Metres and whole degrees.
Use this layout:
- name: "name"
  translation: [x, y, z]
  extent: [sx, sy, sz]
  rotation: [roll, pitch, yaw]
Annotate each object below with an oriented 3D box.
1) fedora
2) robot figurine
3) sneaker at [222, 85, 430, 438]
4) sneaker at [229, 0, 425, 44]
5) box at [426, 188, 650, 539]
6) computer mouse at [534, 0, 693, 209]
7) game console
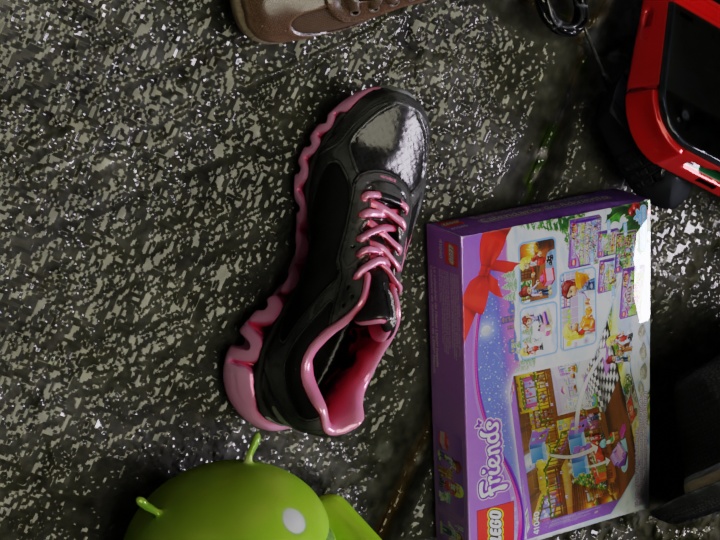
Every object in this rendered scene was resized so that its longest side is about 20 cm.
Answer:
- name: "fedora"
  translation: [0.259, 0.087, 1.152]
  extent: [0.200, 0.201, 0.092]
  rotation: [-14, 76, -28]
- name: "robot figurine"
  translation: [-0.060, 0.189, 0.986]
  extent: [0.175, 0.116, 0.200]
  rotation: [-29, 115, -32]
- name: "sneaker"
  translation: [0.000, 0.000, 0.988]
  extent: [0.079, 0.095, 0.200]
  rotation: [19, 91, -31]
- name: "sneaker"
  translation: [0.027, -0.173, 0.970]
  extent: [0.200, 0.076, 0.071]
  rotation: [-28, 115, -23]
- name: "box"
  translation: [0.108, 0.060, 1.100]
  extent: [0.137, 0.039, 0.200]
  rotation: [-11, 108, -29]
- name: "computer mouse"
  translation: [0.150, -0.119, 1.074]
  extent: [0.059, 0.034, 0.200]
  rotation: [-53, 123, -35]
- name: "game console"
  translation: [0.242, -0.124, 1.118]
  extent: [0.200, 0.031, 0.177]
  rotation: [22, 69, -35]
